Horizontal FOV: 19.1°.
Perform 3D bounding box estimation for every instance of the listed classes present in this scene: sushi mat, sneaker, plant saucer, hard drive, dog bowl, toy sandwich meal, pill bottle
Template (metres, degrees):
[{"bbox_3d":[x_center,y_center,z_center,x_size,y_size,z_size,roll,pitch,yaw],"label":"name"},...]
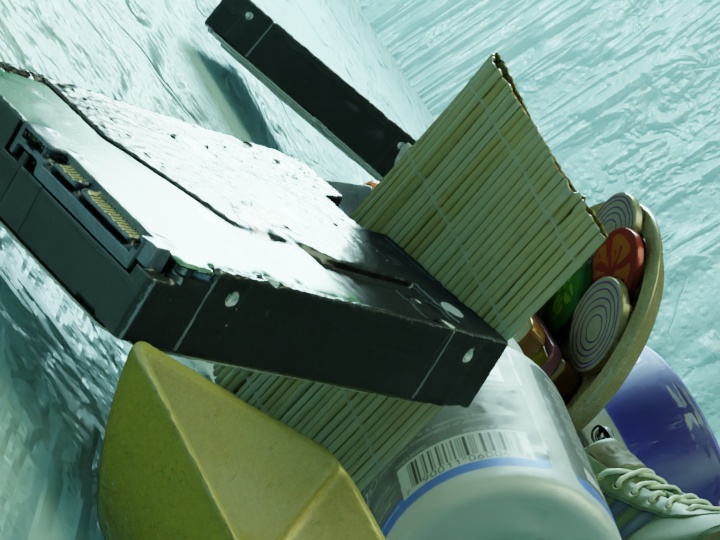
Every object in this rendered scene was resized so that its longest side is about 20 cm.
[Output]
[{"bbox_3d":[0.013,0.016,0.859,0.012,0.200,0.096,5,45,-48],"label":"sushi mat"},{"bbox_3d":[0.130,0.124,1.062,0.067,0.199,0.091,24,59,-41],"label":"sneaker"},{"bbox_3d":[-0.012,0.137,0.704,0.201,0.048,0.200,60,7,23],"label":"plant saucer"},{"bbox_3d":[-0.051,-0.011,0.775,0.140,0.038,0.199,41,15,34],"label":"hard drive"},{"bbox_3d":[0.163,0.148,1.352,0.200,0.078,0.202,162,-90,-75],"label":"dog bowl"},{"bbox_3d":[0.097,0.032,1.286,0.070,0.206,0.206,34,16,-22],"label":"toy sandwich meal"},{"bbox_3d":[0.051,0.101,1.007,0.114,0.113,0.200,54,9,-22],"label":"pill bottle"},{"bbox_3d":[-0.012,-0.106,1.482,0.200,0.038,0.140,40,2,10],"label":"hard drive"}]

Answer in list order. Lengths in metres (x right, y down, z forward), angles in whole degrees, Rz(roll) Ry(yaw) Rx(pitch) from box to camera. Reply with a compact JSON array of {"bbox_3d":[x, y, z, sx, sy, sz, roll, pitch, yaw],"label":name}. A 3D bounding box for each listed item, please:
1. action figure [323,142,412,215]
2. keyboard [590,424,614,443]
[{"bbox_3d":[0.000,0.000,1.065,0.194,0.198,0.105,-90,-169,-64],"label":"action figure"},{"bbox_3d":[0.113,0.144,1.198,0.021,0.127,0.200,34,12,-14],"label":"keyboard"}]
